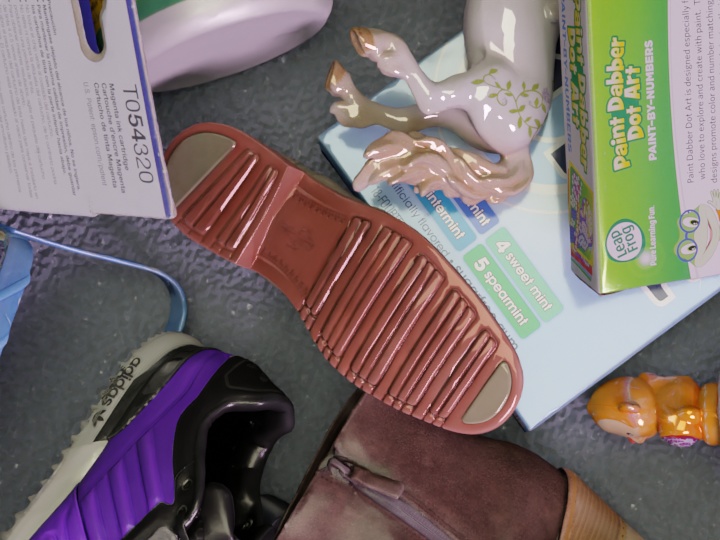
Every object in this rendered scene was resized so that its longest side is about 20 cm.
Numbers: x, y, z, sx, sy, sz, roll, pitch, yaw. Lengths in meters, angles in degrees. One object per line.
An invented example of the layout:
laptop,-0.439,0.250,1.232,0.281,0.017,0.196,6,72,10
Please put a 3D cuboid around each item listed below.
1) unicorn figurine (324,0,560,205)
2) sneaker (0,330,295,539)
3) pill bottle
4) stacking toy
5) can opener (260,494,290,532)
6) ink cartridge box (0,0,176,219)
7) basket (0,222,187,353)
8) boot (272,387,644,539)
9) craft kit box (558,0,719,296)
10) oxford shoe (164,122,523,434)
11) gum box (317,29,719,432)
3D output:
unicorn figurine,0.066,-0.124,0.884,0.137,0.074,0.201,14,99,-10
sneaker,-0.094,0.122,0.866,0.099,0.070,0.201,15,70,36
pill bottle,-0.094,-0.194,0.913,0.112,0.113,0.201,-19,84,1
stacking toy,0.202,0.064,0.895,0.199,0.116,0.110,-2,82,13
can opener,-0.066,0.205,0.914,0.063,0.079,0.201,29,90,-35
ink cartridge box,-0.164,-0.124,0.856,0.199,0.043,0.197,5,113,32
basket,-0.192,0.058,0.893,0.199,0.139,0.177,20,86,-31
boot,0.028,0.165,0.887,0.166,0.072,0.201,30,72,-10
craft kit box,0.185,-0.101,0.853,0.197,0.049,0.201,-8,106,-14
oxford shoe,0.000,0.000,0.896,0.200,0.074,0.071,41,100,18
gum box,0.109,-0.051,0.927,0.200,0.045,0.170,-35,84,-2
